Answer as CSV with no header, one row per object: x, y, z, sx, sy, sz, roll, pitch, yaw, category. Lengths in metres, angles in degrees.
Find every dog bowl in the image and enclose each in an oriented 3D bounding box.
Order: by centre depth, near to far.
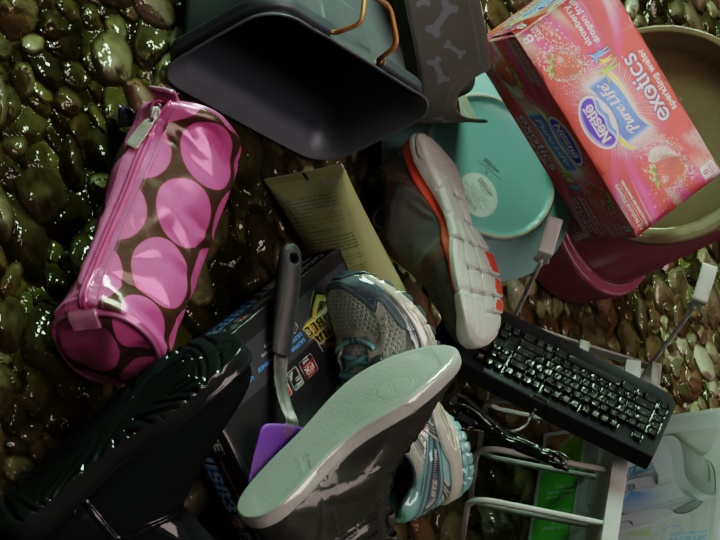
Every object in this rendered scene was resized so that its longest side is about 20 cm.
0.056,-0.214,1.424,0.200,0.059,0.200,166,-90,-85,dog bowl

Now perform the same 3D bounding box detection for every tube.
0.000,0.000,1.367,0.200,0.058,0.052,59,-1,-27,tube

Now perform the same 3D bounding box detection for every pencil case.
-0.149,-0.025,1.175,0.094,0.091,0.200,78,22,-57,pencil case

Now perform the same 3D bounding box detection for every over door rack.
0.200,0.049,1.464,0.148,0.200,0.067,17,57,2,over door rack

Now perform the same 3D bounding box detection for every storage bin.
-0.044,-0.197,1.324,0.200,0.146,0.134,24,51,-46,storage bin

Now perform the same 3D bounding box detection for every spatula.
-0.055,0.076,1.239,0.057,0.021,0.200,14,68,-39,spatula

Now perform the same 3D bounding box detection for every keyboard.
0.145,0.100,1.369,0.200,0.021,0.127,26,54,8,keyboard

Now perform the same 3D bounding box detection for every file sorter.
0.152,0.183,1.431,0.139,0.124,0.200,92,9,-61,file sorter

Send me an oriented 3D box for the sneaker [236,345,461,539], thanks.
0.009,0.143,1.226,0.200,0.071,0.099,-41,119,-21,sneaker

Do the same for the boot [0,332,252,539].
-0.116,0.159,1.121,0.200,0.076,0.168,-40,117,-8,boot

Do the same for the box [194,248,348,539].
-0.044,0.114,1.298,0.200,0.050,0.199,-40,110,-48,box

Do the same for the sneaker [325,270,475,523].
0.019,0.097,1.283,0.086,0.078,0.200,-33,103,-40,sneaker

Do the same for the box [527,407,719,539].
0.256,0.230,1.515,0.097,0.200,0.177,39,53,-38,box

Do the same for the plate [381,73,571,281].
0.110,-0.089,1.508,0.200,0.026,0.200,10,69,-28,plate

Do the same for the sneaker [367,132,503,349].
0.056,-0.014,1.407,0.077,0.082,0.200,32,36,-50,sneaker

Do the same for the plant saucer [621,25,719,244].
0.267,-0.118,1.518,0.029,0.200,0.200,38,47,-73,plant saucer

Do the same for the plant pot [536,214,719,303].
0.262,-0.081,1.627,0.200,0.179,0.200,19,64,-47,plant pot

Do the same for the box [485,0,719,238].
0.195,-0.134,1.421,0.100,0.095,0.200,-36,103,-15,box
